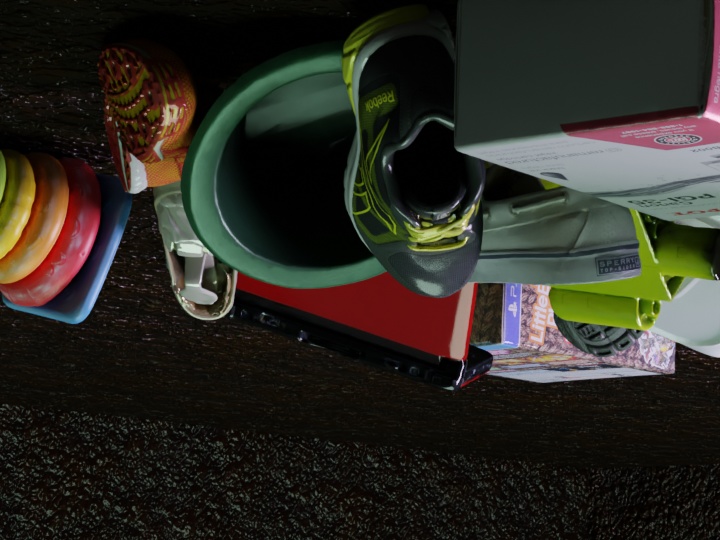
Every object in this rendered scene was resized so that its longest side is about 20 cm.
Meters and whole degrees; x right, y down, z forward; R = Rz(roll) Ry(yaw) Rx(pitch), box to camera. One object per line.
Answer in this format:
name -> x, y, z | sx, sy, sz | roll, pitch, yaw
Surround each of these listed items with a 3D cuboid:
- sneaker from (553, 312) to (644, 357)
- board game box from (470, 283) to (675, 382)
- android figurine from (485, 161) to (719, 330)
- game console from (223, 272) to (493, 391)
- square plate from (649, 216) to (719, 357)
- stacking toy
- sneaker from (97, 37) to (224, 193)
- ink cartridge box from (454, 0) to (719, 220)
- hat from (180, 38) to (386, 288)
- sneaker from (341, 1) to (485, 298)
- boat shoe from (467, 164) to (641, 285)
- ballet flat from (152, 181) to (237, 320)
sneaker -> 0.226, -0.014, 1.512 | 0.200, 0.091, 0.076 | -26, 111, 37
board game box -> 0.133, 0.030, 1.708 | 0.199, 0.097, 0.159 | 11, 168, -39
android figurine -> 0.119, -0.038, 1.251 | 0.199, 0.041, 0.182 | 7, 139, 33
game console -> 0.000, 0.000, 1.512 | 0.199, 0.119, 0.172 | 19, -170, 15
square plate -> 0.183, -0.014, 1.322 | 0.199, 0.029, 0.198 | 24, 154, -5
stacking toy -> -0.263, -0.049, 1.410 | 0.200, 0.110, 0.116 | 26, 170, -38
sneaker -> -0.105, -0.095, 1.184 | 0.077, 0.073, 0.200 | -18, 177, -8
ink cartridge box -> 0.162, -0.086, 1.040 | 0.146, 0.083, 0.200 | -6, 167, 40
hat -> -0.032, -0.102, 1.211 | 0.165, 0.176, 0.200 | 6, 131, -18
sneaker -> 0.029, -0.042, 1.095 | 0.074, 0.085, 0.200 | -15, 139, 0
boat shoe -> 0.084, -0.029, 1.199 | 0.071, 0.070, 0.200 | -8, -175, -29
ballet flat -> -0.105, -0.026, 1.388 | 0.069, 0.070, 0.200 | 3, 153, 1
